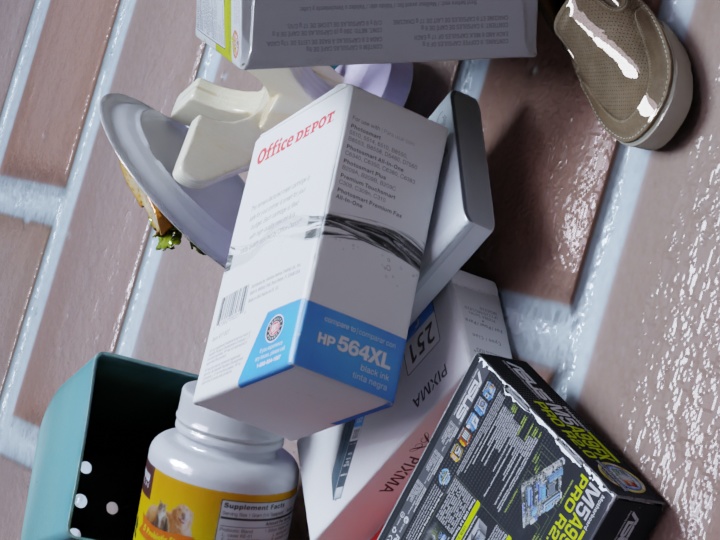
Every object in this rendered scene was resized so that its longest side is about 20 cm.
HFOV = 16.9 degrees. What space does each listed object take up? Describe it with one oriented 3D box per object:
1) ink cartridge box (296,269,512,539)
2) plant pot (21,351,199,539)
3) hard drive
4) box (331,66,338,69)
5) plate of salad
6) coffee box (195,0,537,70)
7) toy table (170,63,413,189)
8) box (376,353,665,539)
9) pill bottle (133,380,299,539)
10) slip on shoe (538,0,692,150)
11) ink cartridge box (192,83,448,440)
[{"bbox_3d":[0.035,0.126,1.613,0.200,0.045,0.177,-51,34,34],"label":"ink cartridge box"},{"bbox_3d":[-0.183,0.164,1.883,0.200,0.141,0.142,-28,51,61],"label":"plant pot"},{"bbox_3d":[0.021,-0.011,1.656,0.200,0.027,0.132,-49,30,35],"label":"hard drive"},{"bbox_3d":[0.001,-0.242,1.865,0.200,0.049,0.082,-51,36,34],"label":"box"},{"bbox_3d":[-0.130,-0.054,1.837,0.048,0.200,0.200,-44,37,14],"label":"plate of salad"},{"bbox_3d":[0.000,-0.245,1.606,0.198,0.199,0.201,-139,48,-74],"label":"coffee box"},{"bbox_3d":[-0.057,-0.126,1.801,0.200,0.117,0.184,-42,27,51],"label":"toy table"},{"bbox_3d":[0.082,0.176,1.478,0.160,0.044,0.201,45,115,46],"label":"box"},{"bbox_3d":[-0.105,0.184,1.723,0.109,0.109,0.201,31,113,60],"label":"pill bottle"},{"bbox_3d":[0.152,-0.153,1.543,0.076,0.060,0.200,-51,35,33],"label":"slip on shoe"},{"bbox_3d":[-0.026,-0.004,1.610,0.146,0.084,0.201,-24,48,58],"label":"ink cartridge box"}]
